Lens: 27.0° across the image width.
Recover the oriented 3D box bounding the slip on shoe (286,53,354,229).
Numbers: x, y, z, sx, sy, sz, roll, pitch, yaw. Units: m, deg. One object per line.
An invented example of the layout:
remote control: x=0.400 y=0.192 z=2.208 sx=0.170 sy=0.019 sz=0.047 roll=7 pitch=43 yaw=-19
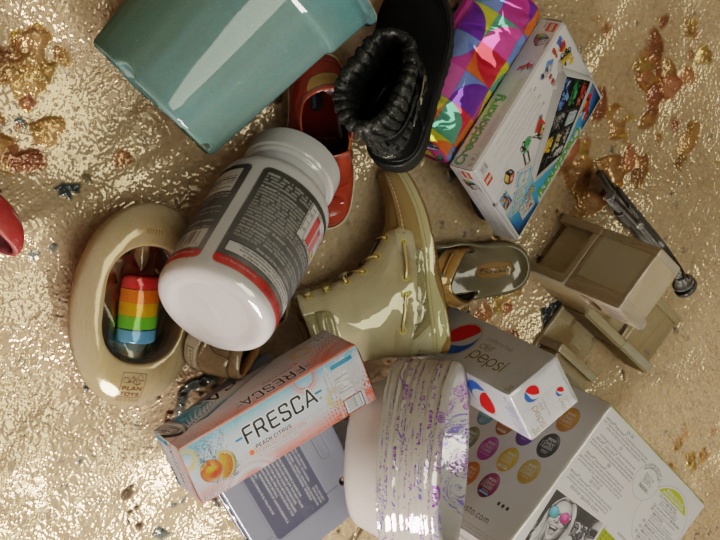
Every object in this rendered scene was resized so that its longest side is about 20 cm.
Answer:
slip on shoe: x=-0.038 y=-0.118 z=1.474 sx=0.074 sy=0.061 sz=0.201 roll=-9 pitch=130 yaw=-11

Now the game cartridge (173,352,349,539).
game cartridge: x=-0.085 y=0.187 z=1.485 sx=0.133 sy=0.041 sz=0.201 roll=-33 pitch=116 yaw=-14

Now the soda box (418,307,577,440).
soda box: x=0.135 y=0.104 z=1.571 sx=0.068 sy=0.200 sz=0.064 roll=-37 pitch=119 yaw=-16

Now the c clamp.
c clamp: x=0.317 y=-0.035 z=1.669 sx=0.027 sy=0.171 sz=0.200 roll=-39 pitch=127 yaw=11

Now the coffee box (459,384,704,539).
coffee box: x=0.213 y=0.248 z=1.653 sx=0.200 sy=0.199 sz=0.198 roll=44 pitch=80 yaw=-30

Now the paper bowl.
paper bowl: x=0.045 y=0.187 z=1.490 sx=0.104 sy=0.201 sz=0.202 roll=3 pitch=105 yaw=11

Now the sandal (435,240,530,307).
sandal: x=0.102 y=0.010 z=1.612 sx=0.199 sy=0.054 sz=0.081 roll=-9 pitch=107 yaw=-22

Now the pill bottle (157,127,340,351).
pill bottle: x=-0.097 y=-0.033 z=1.399 sx=0.116 sy=0.115 sz=0.200 roll=52 pitch=47 yaw=-29

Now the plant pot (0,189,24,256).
plant pot: x=-0.398 y=-0.017 z=1.247 sx=0.200 sy=0.200 sz=0.183 roll=42 pitch=73 yaw=-31

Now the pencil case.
pencil case: x=0.103 y=-0.206 z=1.544 sx=0.088 sy=0.088 sz=0.201 roll=36 pitch=82 yaw=-31

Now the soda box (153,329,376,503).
soda box: x=-0.088 y=0.134 z=1.411 sx=0.199 sy=0.068 sz=0.064 roll=-29 pitch=113 yaw=-21

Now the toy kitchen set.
toy kitchen set: x=0.284 y=0.076 z=1.661 sx=0.200 sy=0.180 sz=0.163 roll=40 pitch=83 yaw=-30

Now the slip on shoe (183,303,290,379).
slip on shoe: x=-0.093 y=0.027 z=1.469 sx=0.200 sy=0.060 sz=0.076 roll=-50 pitch=149 yaw=-36

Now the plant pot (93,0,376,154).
plant pot: x=-0.123 y=-0.224 z=1.357 sx=0.196 sy=0.200 sz=0.200 roll=-47 pitch=120 yaw=-1

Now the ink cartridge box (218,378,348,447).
ink cartridge box: x=-0.093 y=0.170 z=1.538 sx=0.200 sy=0.067 sz=0.117 roll=37 pitch=82 yaw=-33

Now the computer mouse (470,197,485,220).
computer mouse: x=0.161 y=-0.150 z=1.624 sx=0.059 sy=0.034 sz=0.201 roll=29 pitch=80 yaw=-47

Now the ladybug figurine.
ladybug figurine: x=-0.218 y=0.031 z=1.427 sx=0.135 sy=0.072 sz=0.201 roll=7 pitch=98 yaw=-32

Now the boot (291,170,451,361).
boot: x=0.000 y=0.000 z=1.540 sx=0.155 sy=0.073 sz=0.201 roll=-11 pitch=86 yaw=-7

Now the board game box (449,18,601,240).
board game box: x=0.178 y=-0.149 z=1.589 sx=0.200 sy=0.035 sz=0.126 roll=-58 pitch=139 yaw=-18

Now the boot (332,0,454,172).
boot: x=0.035 y=-0.208 z=1.437 sx=0.158 sy=0.079 sz=0.212 roll=45 pitch=48 yaw=-69
